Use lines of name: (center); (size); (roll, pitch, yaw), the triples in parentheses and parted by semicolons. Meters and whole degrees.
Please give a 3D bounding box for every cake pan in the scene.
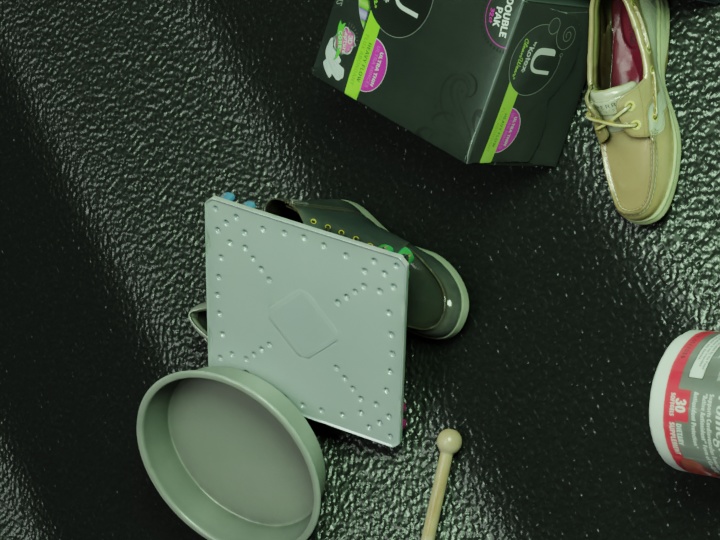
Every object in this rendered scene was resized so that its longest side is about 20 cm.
cake pan: (-0.115, 0.171, 1.954); (0.199, 0.037, 0.202); (17, 126, 24)

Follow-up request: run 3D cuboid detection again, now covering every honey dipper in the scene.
honey dipper: (0.060, 0.237, 1.858); (0.038, 0.038, 0.202); (15, 92, 41)

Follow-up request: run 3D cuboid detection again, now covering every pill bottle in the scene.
pill bottle: (0.324, 0.109, 1.577); (0.199, 0.110, 0.112); (7, 91, 42)

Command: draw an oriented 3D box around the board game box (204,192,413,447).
board game box: (-0.045, 0.042, 1.868); (0.199, 0.026, 0.201); (18, 126, 23)

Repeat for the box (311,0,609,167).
box: (0.083, -0.193, 1.798); (0.200, 0.124, 0.150); (33, 113, 37)

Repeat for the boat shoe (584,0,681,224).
boat shoe: (0.212, -0.138, 1.722); (0.074, 0.066, 0.202); (-11, 80, 41)

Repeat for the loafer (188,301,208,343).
loafer: (-0.078, 0.068, 1.963); (0.199, 0.069, 0.071); (14, 97, 41)

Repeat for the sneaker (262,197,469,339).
sneaker: (0.000, 0.000, 1.874); (0.200, 0.106, 0.075); (35, 109, 37)

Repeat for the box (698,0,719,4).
box: (0.216, -0.343, 1.701); (0.196, 0.117, 0.201); (28, 107, 39)
